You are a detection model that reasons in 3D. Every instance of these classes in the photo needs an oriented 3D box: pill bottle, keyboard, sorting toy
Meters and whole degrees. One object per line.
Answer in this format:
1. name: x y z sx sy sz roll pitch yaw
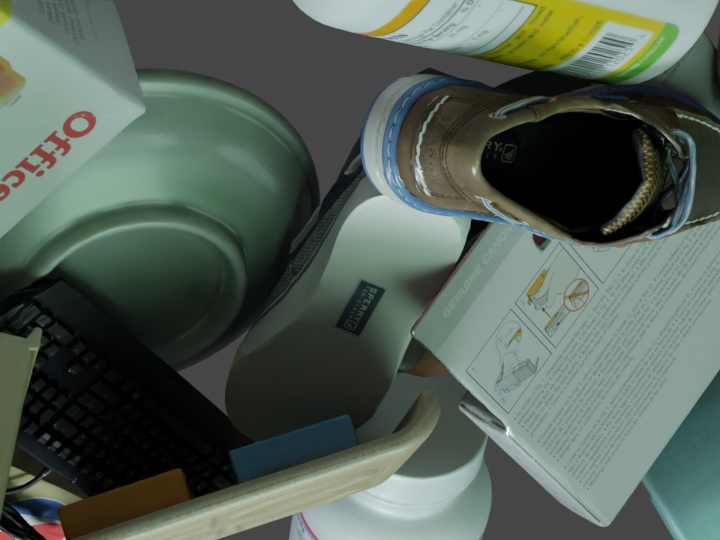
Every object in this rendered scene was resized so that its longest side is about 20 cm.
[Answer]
1. pill bottle: 0.035 -0.140 0.638 0.199 0.111 0.111 7 132 -31
2. keyboard: -0.135 0.089 0.790 0.127 0.021 0.200 -38 136 5
3. sorting toy: -0.064 0.104 0.748 0.199 0.037 0.185 -22 171 -7
4. pill bottle: 0.014 0.147 0.945 0.108 0.109 0.200 -7 138 -18

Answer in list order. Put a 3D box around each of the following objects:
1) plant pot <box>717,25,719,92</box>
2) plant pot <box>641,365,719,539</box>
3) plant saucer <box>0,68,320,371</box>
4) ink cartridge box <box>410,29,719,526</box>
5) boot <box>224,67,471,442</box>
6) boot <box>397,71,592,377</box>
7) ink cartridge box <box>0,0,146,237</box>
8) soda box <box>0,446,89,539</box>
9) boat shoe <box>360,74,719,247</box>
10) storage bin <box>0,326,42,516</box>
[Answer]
1. plant pot: 0.227 -0.095 0.759 0.092 0.202 0.201 -2 159 43
2. plant pot: 0.239 0.070 0.888 0.196 0.201 0.200 -31 139 7
3. plant saucer: -0.109 -0.001 0.773 0.199 0.050 0.200 -13 140 -12
4. ink cartridge box: 0.118 -0.007 0.783 0.200 0.045 0.176 -53 126 -9
5. boot: 0.000 0.000 0.785 0.073 0.091 0.200 26 134 -12
6. boot: 0.109 -0.006 0.858 0.200 0.069 0.189 13 117 -42
7. ink cartridge box: -0.199 -0.086 0.611 0.145 0.084 0.200 -38 138 18
8. soda box: -0.195 0.092 0.824 0.068 0.064 0.200 -37 139 16
9. boat shoe: 0.098 -0.038 0.685 0.199 0.072 0.073 -2 105 -35
10. storage bin: -0.199 0.144 0.651 0.093 0.200 0.199 13 138 -13
